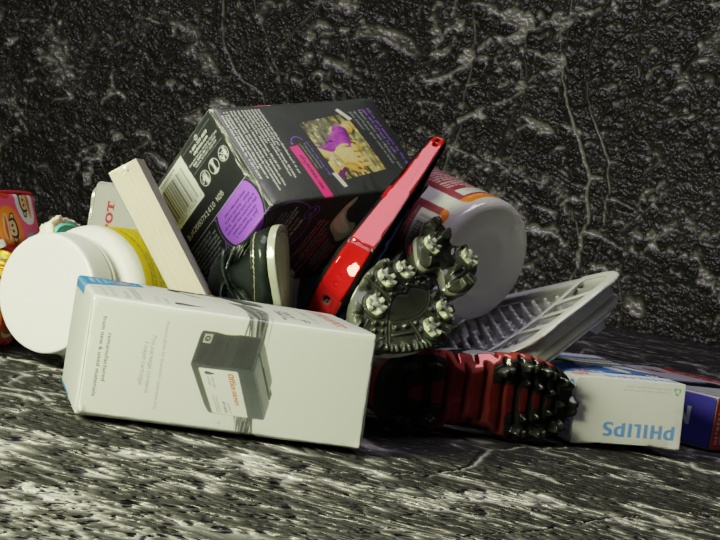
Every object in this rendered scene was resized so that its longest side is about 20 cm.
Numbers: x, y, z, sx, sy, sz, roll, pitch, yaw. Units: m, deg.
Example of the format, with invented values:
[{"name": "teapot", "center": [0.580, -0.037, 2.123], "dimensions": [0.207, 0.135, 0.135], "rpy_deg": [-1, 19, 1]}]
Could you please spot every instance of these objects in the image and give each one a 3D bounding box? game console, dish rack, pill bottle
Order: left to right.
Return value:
[{"name": "pill bottle", "center": [-0.202, 0.021, 1.485], "dimensions": [0.113, 0.116, 0.199], "rpy_deg": [11, 2, 27]}, {"name": "game console", "center": [0.000, 0.000, 1.469], "dimensions": [0.031, 0.177, 0.201], "rpy_deg": [35, -38, 5]}, {"name": "pill bottle", "center": [0.048, -0.042, 1.644], "dimensions": [0.113, 0.115, 0.199], "rpy_deg": [7, 16, -43]}, {"name": "dish rack", "center": [0.125, 0.064, 1.568], "dimensions": [0.199, 0.044, 0.171], "rpy_deg": [-13, 15, 46]}]

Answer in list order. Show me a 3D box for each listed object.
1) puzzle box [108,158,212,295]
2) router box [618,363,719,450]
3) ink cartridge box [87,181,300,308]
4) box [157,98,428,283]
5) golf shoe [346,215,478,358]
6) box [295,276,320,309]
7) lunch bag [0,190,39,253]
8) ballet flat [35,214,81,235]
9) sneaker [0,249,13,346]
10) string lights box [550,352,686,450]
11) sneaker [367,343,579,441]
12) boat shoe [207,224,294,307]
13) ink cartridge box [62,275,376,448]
[{"name": "puzzle box", "center": [-0.138, 0.007, 1.393], "dimensions": [0.025, 0.201, 0.133], "rpy_deg": [-27, 4, -3]}, {"name": "router box", "center": [0.318, 0.132, 1.721], "dimensions": [0.178, 0.049, 0.199], "rpy_deg": [7, 3, -42]}, {"name": "ink cartridge box", "center": [-0.160, 0.003, 1.687], "dimensions": [0.198, 0.149, 0.085], "rpy_deg": [11, 3, 25]}, {"name": "box", "center": [-0.061, -0.067, 1.524], "dimensions": [0.199, 0.122, 0.107], "rpy_deg": [-8, 58, -47]}, {"name": "golf shoe", "center": [0.029, 0.032, 1.388], "dimensions": [0.077, 0.088, 0.200], "rpy_deg": [48, 28, 1]}, {"name": "box", "center": [-0.086, 0.022, 1.810], "dimensions": [0.198, 0.125, 0.196], "rpy_deg": [11, 1, 22]}, {"name": "lunch bag", "center": [-0.403, -0.025, 1.623], "dimensions": [0.198, 0.083, 0.176], "rpy_deg": [-11, -3, 12]}, {"name": "ballet flat", "center": [-0.252, 0.014, 1.579], "dimensions": [0.071, 0.072, 0.200], "rpy_deg": [11, -23, 26]}, {"name": "sneaker", "center": [-0.316, 0.022, 1.489], "dimensions": [0.072, 0.078, 0.200], "rpy_deg": [9, 3, -5]}, {"name": "string lights box", "center": [0.198, 0.112, 1.571], "dimensions": [0.102, 0.060, 0.200], "rpy_deg": [6, 3, -15]}, {"name": "sneaker", "center": [0.080, 0.093, 1.429], "dimensions": [0.199, 0.072, 0.098], "rpy_deg": [6, 6, -30]}, {"name": "boat shoe", "center": [-0.087, 0.010, 1.404], "dimensions": [0.065, 0.075, 0.199], "rpy_deg": [2, -9, 1]}, {"name": "ink cartridge box", "center": [-0.103, 0.063, 1.254], "dimensions": [0.198, 0.085, 0.145], "rpy_deg": [9, 2, -14]}]
